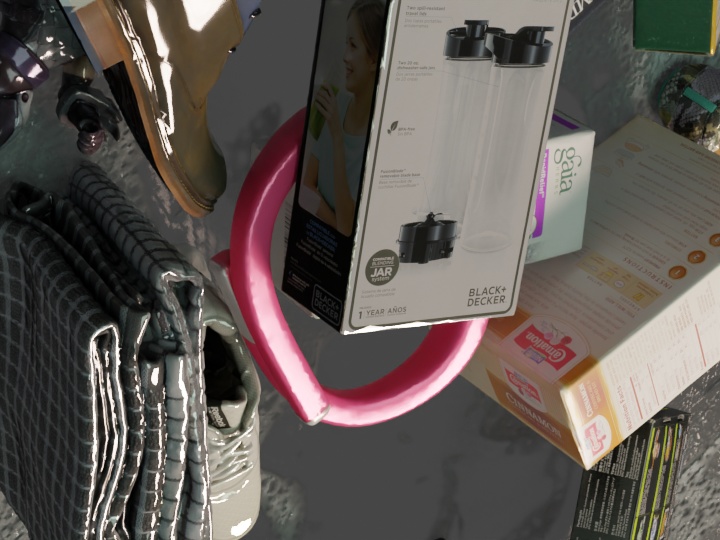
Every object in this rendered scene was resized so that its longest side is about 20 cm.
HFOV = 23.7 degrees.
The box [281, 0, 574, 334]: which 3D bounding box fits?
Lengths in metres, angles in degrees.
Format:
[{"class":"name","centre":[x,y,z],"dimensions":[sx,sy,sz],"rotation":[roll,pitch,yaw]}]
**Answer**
[{"class":"box","centre":[0.035,-0.076,0.852],"dimensions":[0.116,0.060,0.202],"rotation":[-6,115,-34]}]

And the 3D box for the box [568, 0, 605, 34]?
[{"class":"box","centre":[0.049,-0.213,0.908],"dimensions":[0.148,0.107,0.201],"rotation":[-43,132,-11]}]

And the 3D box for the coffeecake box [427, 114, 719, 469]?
[{"class":"coffeecake box","centre":[0.159,0.008,1.076],"dimensions":[0.199,0.153,0.074],"rotation":[-36,130,-16]}]

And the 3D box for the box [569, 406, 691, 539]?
[{"class":"box","centre":[0.176,0.192,1.171],"dimensions":[0.193,0.047,0.203],"rotation":[8,93,-70]}]

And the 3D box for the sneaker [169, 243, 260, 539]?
[{"class":"sneaker","centre":[-0.089,0.086,0.981],"dimensions":[0.075,0.081,0.202],"rotation":[-28,129,-25]}]

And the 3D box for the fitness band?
[{"class":"fitness band","centre":[0.000,0.000,0.923],"dimensions":[0.143,0.037,0.201],"rotation":[-36,129,-15]}]

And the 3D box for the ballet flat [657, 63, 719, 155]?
[{"class":"ballet flat","centre":[0.278,-0.075,1.182],"dimensions":[0.199,0.072,0.073],"rotation":[28,95,-43]}]

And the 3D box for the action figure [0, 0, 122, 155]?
[{"class":"action figure","centre":[-0.175,-0.090,0.831],"dimensions":[0.200,0.069,0.130],"rotation":[-49,128,-9]}]

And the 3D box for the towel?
[{"class":"towel","centre":[-0.140,0.065,0.874],"dimensions":[0.085,0.166,0.202],"rotation":[-12,120,-25]}]

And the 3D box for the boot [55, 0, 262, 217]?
[{"class":"boot","centre":[-0.074,-0.103,0.805],"dimensions":[0.096,0.075,0.201],"rotation":[-31,147,-4]}]

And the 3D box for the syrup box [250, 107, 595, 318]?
[{"class":"syrup box","centre":[0.037,-0.043,1.007],"dimensions":[0.198,0.081,0.080],"rotation":[-13,120,-30]}]

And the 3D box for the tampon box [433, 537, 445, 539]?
[{"class":"tampon box","centre":[0.007,0.296,1.132],"dimensions":[0.198,0.126,0.152],"rotation":[-14,120,-30]}]

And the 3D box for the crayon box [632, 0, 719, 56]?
[{"class":"crayon box","centre":[0.193,-0.243,0.996],"dimensions":[0.126,0.051,0.202],"rotation":[-60,152,-56]}]
